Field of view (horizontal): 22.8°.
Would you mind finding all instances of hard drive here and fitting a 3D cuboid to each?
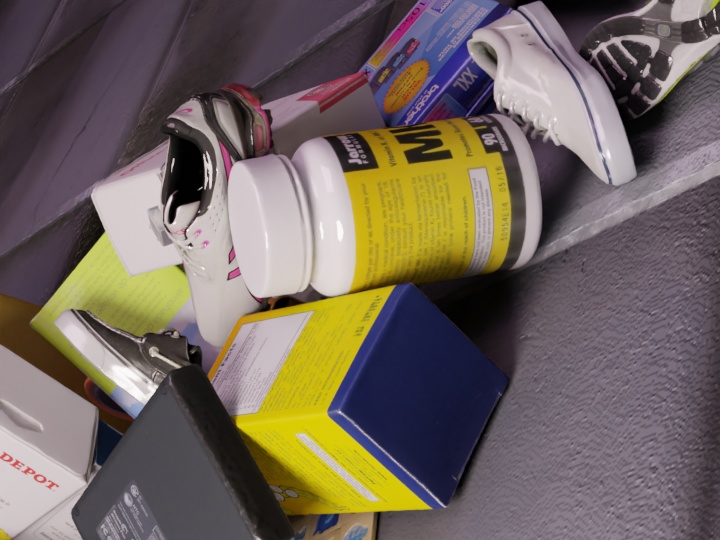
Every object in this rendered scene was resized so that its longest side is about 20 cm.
[{"bbox_3d":[-0.129,0.175,1.242,0.033,0.140,0.200,-16,-24,-39],"label":"hard drive"}]

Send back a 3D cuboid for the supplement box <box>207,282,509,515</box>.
[{"bbox_3d":[-0.016,0.093,1.225,0.200,0.110,0.109,-12,41,51],"label":"supplement box"}]

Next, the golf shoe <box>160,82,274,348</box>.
[{"bbox_3d":[-0.114,-0.032,1.292,0.072,0.201,0.092,16,27,36],"label":"golf shoe"}]

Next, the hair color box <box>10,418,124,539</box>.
[{"bbox_3d":[-0.243,0.220,1.458,0.200,0.100,0.061,-41,28,20],"label":"hair color box"}]

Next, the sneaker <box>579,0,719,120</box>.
[{"bbox_3d":[0.229,-0.168,1.239,0.081,0.074,0.200,-20,-10,-36],"label":"sneaker"}]

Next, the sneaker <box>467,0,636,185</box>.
[{"bbox_3d":[0.135,-0.118,1.274,0.071,0.073,0.200,-24,39,-2],"label":"sneaker"}]

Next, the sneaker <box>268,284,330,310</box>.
[{"bbox_3d":[0.000,0.000,1.412,0.200,0.073,0.085,-17,71,41],"label":"sneaker"}]

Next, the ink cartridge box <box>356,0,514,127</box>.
[{"bbox_3d":[0.079,-0.153,1.455,0.137,0.076,0.200,-50,26,2],"label":"ink cartridge box"}]

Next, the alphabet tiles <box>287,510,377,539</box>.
[{"bbox_3d":[-0.050,0.225,1.237,0.166,0.006,0.200,-35,29,31],"label":"alphabet tiles"}]

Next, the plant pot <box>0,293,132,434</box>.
[{"bbox_3d":[-0.333,0.128,1.643,0.200,0.176,0.200,-14,43,53],"label":"plant pot"}]

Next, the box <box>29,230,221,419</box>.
[{"bbox_3d":[-0.162,0.064,1.479,0.122,0.200,0.048,-50,-13,2],"label":"box"}]

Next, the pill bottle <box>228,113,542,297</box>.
[{"bbox_3d":[0.016,-0.042,1.244,0.114,0.199,0.115,171,90,-72],"label":"pill bottle"}]

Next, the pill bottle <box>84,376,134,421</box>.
[{"bbox_3d":[-0.175,0.035,1.588,0.106,0.106,0.200,-20,39,48],"label":"pill bottle"}]

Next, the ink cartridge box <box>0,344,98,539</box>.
[{"bbox_3d":[-0.323,0.148,1.396,0.200,0.145,0.084,-36,32,29],"label":"ink cartridge box"}]

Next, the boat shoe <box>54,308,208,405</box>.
[{"bbox_3d":[-0.153,0.082,1.419,0.064,0.200,0.071,-53,-12,-7],"label":"boat shoe"}]

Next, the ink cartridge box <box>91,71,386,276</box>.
[{"bbox_3d":[-0.093,-0.075,1.416,0.199,0.085,0.146,-11,18,38],"label":"ink cartridge box"}]
